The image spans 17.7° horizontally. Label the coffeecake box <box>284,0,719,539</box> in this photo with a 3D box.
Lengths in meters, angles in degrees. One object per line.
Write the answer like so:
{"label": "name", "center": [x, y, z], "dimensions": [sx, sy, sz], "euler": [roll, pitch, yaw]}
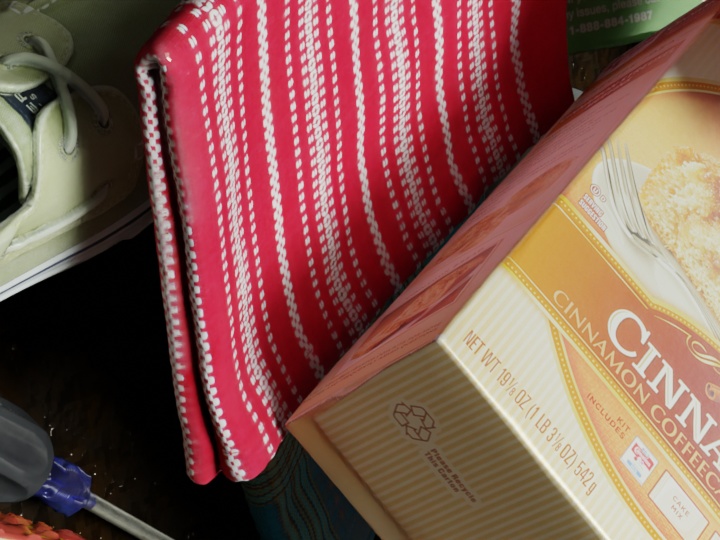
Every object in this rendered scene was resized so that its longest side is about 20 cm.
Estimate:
{"label": "coffeecake box", "center": [0.097, 0.032, 0.664], "dimensions": [0.154, 0.073, 0.200], "euler": [50, 48, -8]}

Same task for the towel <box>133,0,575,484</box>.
{"label": "towel", "center": [0.007, -0.051, 0.634], "dimensions": [0.200, 0.022, 0.145], "euler": [-48, 145, -41]}

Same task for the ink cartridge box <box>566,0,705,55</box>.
{"label": "ink cartridge box", "center": [0.085, -0.181, 0.791], "dimensions": [0.144, 0.084, 0.201], "euler": [-13, 100, -24]}

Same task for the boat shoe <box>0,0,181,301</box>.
{"label": "boat shoe", "center": [-0.091, -0.027, 0.585], "dimensions": [0.072, 0.062, 0.200], "euler": [48, 62, -3]}

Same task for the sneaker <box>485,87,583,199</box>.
{"label": "sneaker", "center": [0.094, 0.018, 0.837], "dimensions": [0.200, 0.073, 0.071], "euler": [54, 40, -36]}

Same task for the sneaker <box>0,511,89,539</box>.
{"label": "sneaker", "center": [-0.083, 0.110, 0.625], "dimensions": [0.200, 0.073, 0.077], "euler": [34, 73, -42]}

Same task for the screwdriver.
{"label": "screwdriver", "center": [-0.073, 0.073, 0.676], "dimensions": [0.200, 0.029, 0.028], "euler": [40, 59, -47]}

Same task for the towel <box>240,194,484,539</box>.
{"label": "towel", "center": [0.000, 0.000, 0.701], "dimensions": [0.147, 0.022, 0.200], "euler": [-58, 154, -29]}
